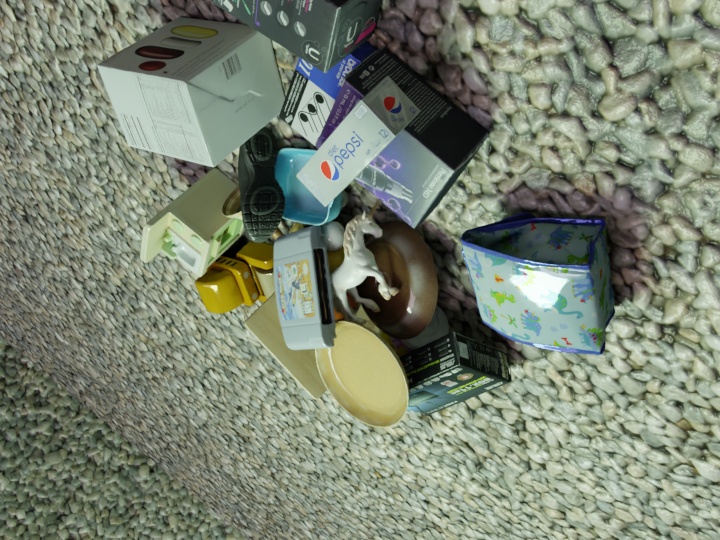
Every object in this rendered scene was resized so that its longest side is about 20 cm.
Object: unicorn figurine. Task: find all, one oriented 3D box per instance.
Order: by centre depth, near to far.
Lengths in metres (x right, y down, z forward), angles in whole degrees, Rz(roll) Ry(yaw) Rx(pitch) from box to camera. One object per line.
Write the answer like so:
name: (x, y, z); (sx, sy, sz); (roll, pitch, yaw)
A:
unicorn figurine: (0.000, 0.000, 1.223); (0.200, 0.074, 0.138); (-44, 82, 23)

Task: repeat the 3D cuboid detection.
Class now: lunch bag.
lunch bag: (0.251, 0.017, 1.071); (0.198, 0.128, 0.171); (2, 130, 30)

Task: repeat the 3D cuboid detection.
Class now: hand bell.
hand bell: (-0.163, -0.072, 1.431); (0.104, 0.105, 0.200); (-1, 138, 44)

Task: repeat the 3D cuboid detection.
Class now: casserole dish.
casserole dish: (-0.086, -0.141, 1.253); (0.199, 0.039, 0.122); (15, 106, 52)

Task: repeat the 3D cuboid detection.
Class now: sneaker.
sneaker: (-0.178, -0.144, 1.300); (0.075, 0.202, 0.091); (5, 167, -24)

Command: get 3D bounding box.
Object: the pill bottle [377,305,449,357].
pill bottle: (0.080, 0.138, 1.380); (0.104, 0.104, 0.200); (39, 145, 5)

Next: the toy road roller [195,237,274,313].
toy road roller: (-0.244, 0.024, 1.537); (0.199, 0.146, 0.124); (14, 137, 34)

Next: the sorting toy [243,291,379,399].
sorting toy: (-0.093, 0.108, 1.447); (0.200, 0.199, 0.070); (48, 160, -8)

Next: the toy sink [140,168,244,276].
toy sink: (-0.315, -0.077, 1.455); (0.112, 0.200, 0.131); (38, 144, 6)

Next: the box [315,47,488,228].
box: (0.056, -0.186, 1.067); (0.200, 0.104, 0.148); (40, 144, 5)

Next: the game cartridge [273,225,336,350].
game cartridge: (-0.098, 0.033, 1.269); (0.133, 0.041, 0.202); (-11, 85, 48)

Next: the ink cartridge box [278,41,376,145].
ink cartridge box: (-0.054, -0.279, 1.128); (0.094, 0.044, 0.200); (38, 144, 3)

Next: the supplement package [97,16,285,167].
supplement package: (-0.262, -0.290, 1.189); (0.199, 0.191, 0.148); (17, 137, 31)

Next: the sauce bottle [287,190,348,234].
sauce bottle: (-0.078, -0.083, 1.336); (0.066, 0.066, 0.200); (44, 146, -2)

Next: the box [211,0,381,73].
box: (-0.083, -0.374, 0.989); (0.199, 0.122, 0.106); (35, 144, 12)

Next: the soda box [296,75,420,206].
soda box: (-0.008, -0.168, 0.998); (0.063, 0.068, 0.200); (45, 144, -5)

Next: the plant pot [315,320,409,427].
plant pot: (0.006, 0.170, 1.257); (0.199, 0.027, 0.202); (23, 128, 32)

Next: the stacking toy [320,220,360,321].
stacking toy: (-0.061, -0.011, 1.317); (0.145, 0.146, 0.201); (29, 139, 18)

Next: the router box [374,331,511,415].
router box: (0.138, 0.184, 1.301); (0.149, 0.063, 0.199); (21, 141, -41)

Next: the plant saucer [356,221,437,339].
plant saucer: (0.049, 0.019, 1.260); (0.200, 0.036, 0.203); (10, 103, 50)
